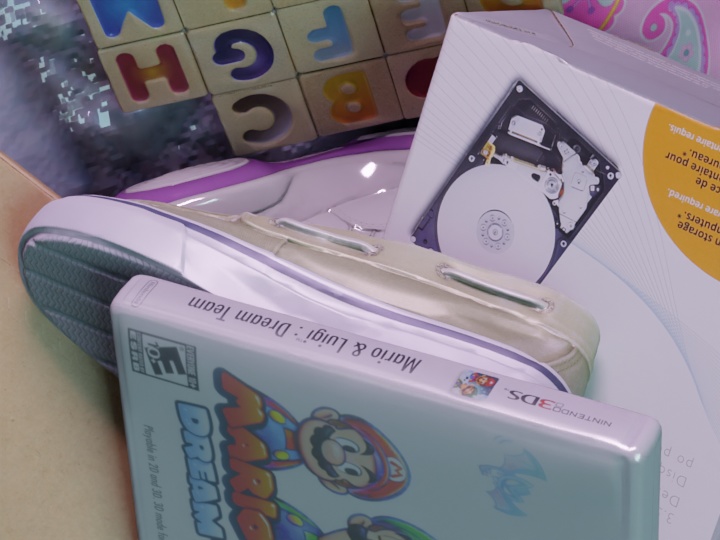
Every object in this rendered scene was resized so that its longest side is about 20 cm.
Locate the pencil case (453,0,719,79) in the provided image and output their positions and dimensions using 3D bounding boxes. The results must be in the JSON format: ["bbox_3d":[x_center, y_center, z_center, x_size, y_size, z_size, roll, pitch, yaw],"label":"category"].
[{"bbox_3d":[0.077,-0.116,1.034,0.199,0.087,0.088,26,96,-36],"label":"pencil case"}]

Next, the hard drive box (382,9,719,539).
[{"bbox_3d":[0.082,0.031,0.943,0.077,0.155,0.201,-11,121,-58],"label":"hard drive box"}]

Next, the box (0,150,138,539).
[{"bbox_3d":[-0.149,0.042,0.951,0.200,0.021,0.164,38,89,-9],"label":"box"}]

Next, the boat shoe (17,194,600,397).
[{"bbox_3d":[-0.017,0.016,0.910,0.062,0.199,0.072,-54,157,-41],"label":"boat shoe"}]

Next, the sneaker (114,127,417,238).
[{"bbox_3d":[0.000,0.000,1.029,0.199,0.075,0.100,-12,96,-22],"label":"sneaker"}]

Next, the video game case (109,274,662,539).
[{"bbox_3d":[0.009,0.105,0.901,0.024,0.181,0.201,-52,149,-44],"label":"video game case"}]

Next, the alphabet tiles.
[{"bbox_3d":[-0.022,-0.117,0.948,0.165,0.006,0.201,-12,138,7],"label":"alphabet tiles"}]
